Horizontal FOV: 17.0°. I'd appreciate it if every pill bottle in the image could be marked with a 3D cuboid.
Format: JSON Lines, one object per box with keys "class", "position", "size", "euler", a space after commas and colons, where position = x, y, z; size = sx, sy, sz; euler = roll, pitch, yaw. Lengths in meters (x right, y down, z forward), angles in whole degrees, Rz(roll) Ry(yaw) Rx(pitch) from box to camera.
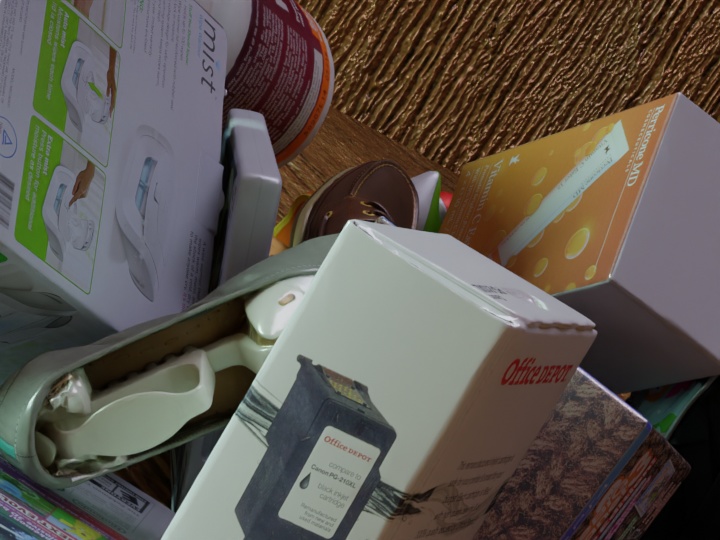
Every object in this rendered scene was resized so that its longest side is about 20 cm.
{"class": "pill bottle", "position": [-0.097, -0.127, 1.311], "size": [0.114, 0.115, 0.200], "euler": [34, 0, 22]}

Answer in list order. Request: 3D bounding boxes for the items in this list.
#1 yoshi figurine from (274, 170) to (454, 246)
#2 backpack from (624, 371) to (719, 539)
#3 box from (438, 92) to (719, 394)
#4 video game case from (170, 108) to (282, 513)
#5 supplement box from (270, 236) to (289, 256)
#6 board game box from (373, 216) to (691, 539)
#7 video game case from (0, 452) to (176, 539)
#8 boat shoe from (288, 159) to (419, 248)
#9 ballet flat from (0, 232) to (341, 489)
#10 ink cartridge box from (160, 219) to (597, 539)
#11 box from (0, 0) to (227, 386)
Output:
{"class": "yoshi figurine", "position": [0.037, 0.007, 1.496], "size": [0.112, 0.113, 0.199], "euler": [-17, -13, 43]}
{"class": "backpack", "position": [0.207, 0.150, 1.371], "size": [0.177, 0.201, 0.151], "euler": [28, 4, -14]}
{"class": "box", "position": [0.130, -0.005, 1.362], "size": [0.097, 0.125, 0.200], "euler": [35, -27, -24]}
{"class": "video game case", "position": [-0.069, 0.024, 1.183], "size": [0.023, 0.183, 0.200], "euler": [10, 11, -7]}
{"class": "supplement box", "position": [-0.121, -0.022, 1.349], "size": [0.200, 0.067, 0.069], "euler": [36, 50, 16]}
{"class": "board game box", "position": [0.061, 0.076, 1.167], "size": [0.159, 0.097, 0.200], "euler": [38, 0, 17]}
{"class": "video game case", "position": [-0.178, 0.078, 1.010], "size": [0.199, 0.023, 0.182], "euler": [32, 8, 1]}
{"class": "boat shoe", "position": [0.000, 0.000, 1.283], "size": [0.072, 0.067, 0.200], "euler": [50, 34, -15]}
{"class": "ballet flat", "position": [-0.058, 0.042, 1.018], "size": [0.064, 0.199, 0.068], "euler": [-149, -141, -68]}
{"class": "ink cartridge box", "position": [0.000, 0.085, 0.980], "size": [0.084, 0.201, 0.145], "euler": [33, 8, 16]}
{"class": "box", "position": [-0.146, -0.061, 1.084], "size": [0.096, 0.201, 0.176], "euler": [-13, -32, 26]}
